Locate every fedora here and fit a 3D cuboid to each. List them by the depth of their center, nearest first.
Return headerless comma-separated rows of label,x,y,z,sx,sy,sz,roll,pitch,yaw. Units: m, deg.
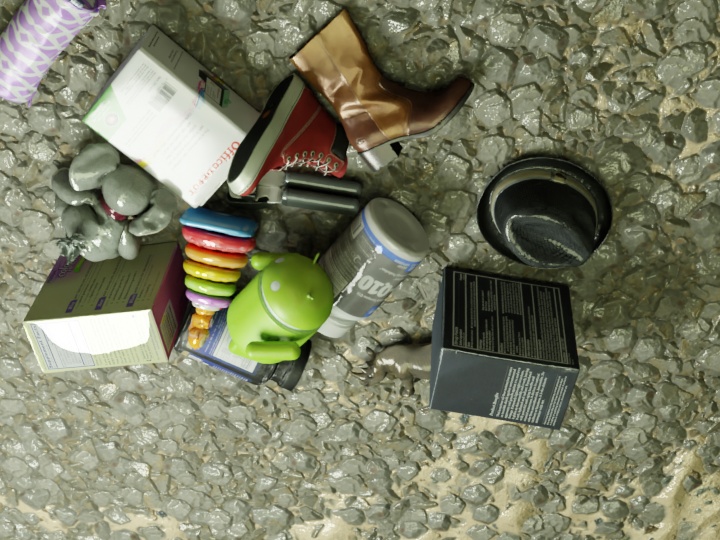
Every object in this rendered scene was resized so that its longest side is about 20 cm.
fedora,0.262,-0.060,1.508,0.197,0.092,0.203,3,125,4

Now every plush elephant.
plush elephant,-0.346,-0.098,1.501,0.154,0.200,0.165,-39,107,11

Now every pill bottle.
pill bottle,0.000,0.000,1.560,0.113,0.114,0.200,32,121,-16
pill bottle,-0.181,0.109,1.652,0.198,0.113,0.113,25,123,-12

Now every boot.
boot,-0.086,-0.147,1.424,0.072,0.201,0.144,-17,127,47
boot,0.031,-0.263,1.428,0.187,0.069,0.201,-30,104,22

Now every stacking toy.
stacking toy,-0.218,0.017,1.547,0.108,0.116,0.203,12,96,-1

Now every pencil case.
pencil case,-0.423,-0.311,1.413,0.085,0.085,0.199,25,128,-40

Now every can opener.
can opener,-0.096,-0.113,1.540,0.196,0.053,0.067,7,159,3

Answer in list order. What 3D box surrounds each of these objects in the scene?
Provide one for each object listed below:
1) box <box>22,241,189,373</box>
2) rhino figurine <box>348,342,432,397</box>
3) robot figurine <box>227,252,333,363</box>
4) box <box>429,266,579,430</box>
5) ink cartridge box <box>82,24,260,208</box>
box,-0.371,0.054,1.591,0.196,0.177,0.098,-5,124,8
rhino figurine,0.078,0.151,1.689,0.196,0.060,0.088,-4,127,10
robot figurine,-0.114,0.055,1.515,0.114,0.178,0.200,23,139,-25
box,0.205,0.111,1.566,0.195,0.201,0.125,10,125,-1
ink cartridge box,-0.253,-0.207,1.461,0.199,0.084,0.145,38,119,-19
